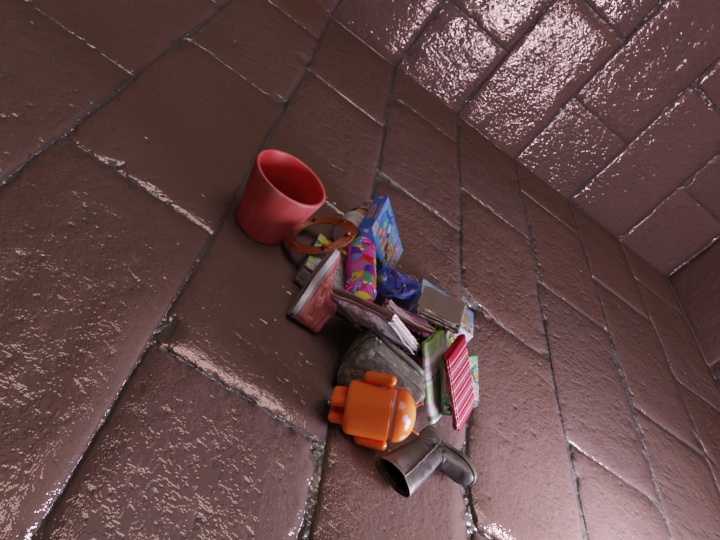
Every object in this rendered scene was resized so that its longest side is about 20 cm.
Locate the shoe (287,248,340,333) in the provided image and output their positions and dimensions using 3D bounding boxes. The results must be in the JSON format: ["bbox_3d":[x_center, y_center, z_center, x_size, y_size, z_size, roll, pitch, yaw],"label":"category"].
[{"bbox_3d":[-0.087,0.050,1.525,0.091,0.071,0.201,38,71,-14],"label":"shoe"}]

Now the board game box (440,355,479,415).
[{"bbox_3d":[0.258,0.292,1.622,0.199,0.029,0.137,8,79,-59],"label":"board game box"}]

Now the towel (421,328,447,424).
[{"bbox_3d":[0.192,0.259,1.562,0.149,0.030,0.203,-22,109,-64],"label":"towel"}]

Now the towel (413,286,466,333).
[{"bbox_3d":[0.214,0.104,1.679,0.131,0.035,0.200,25,19,7],"label":"towel"}]

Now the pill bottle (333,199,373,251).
[{"bbox_3d":[0.004,-0.130,1.856,0.116,0.117,0.200,44,32,4],"label":"pill bottle"}]

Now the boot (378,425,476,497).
[{"bbox_3d":[0.152,0.442,1.392,0.181,0.073,0.199,38,23,19],"label":"boot"}]

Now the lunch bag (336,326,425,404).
[{"bbox_3d":[0.050,0.237,1.471,0.199,0.140,0.168,40,15,-6],"label":"lunch bag"}]

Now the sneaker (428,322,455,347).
[{"bbox_3d":[0.233,0.198,1.750,0.076,0.075,0.203,23,60,-44],"label":"sneaker"}]

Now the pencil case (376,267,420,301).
[{"bbox_3d":[0.106,0.041,1.744,0.086,0.079,0.200,13,-1,22],"label":"pencil case"}]

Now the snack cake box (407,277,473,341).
[{"bbox_3d":[0.238,0.126,1.858,0.199,0.067,0.116,34,32,-13],"label":"snack cake box"}]

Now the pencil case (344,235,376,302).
[{"bbox_3d":[0.000,0.000,1.608,0.088,0.089,0.201,28,34,-21],"label":"pencil case"}]

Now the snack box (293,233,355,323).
[{"bbox_3d":[-0.062,0.019,1.656,0.199,0.068,0.169,35,32,-10],"label":"snack box"}]

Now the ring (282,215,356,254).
[{"bbox_3d":[-0.109,-0.100,1.670,0.197,0.019,0.201,-4,32,3],"label":"ring"}]

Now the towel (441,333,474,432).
[{"bbox_3d":[0.244,0.273,1.552,0.144,0.022,0.203,-35,118,-58],"label":"towel"}]

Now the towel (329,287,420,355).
[{"bbox_3d":[0.036,0.120,1.491,0.190,0.032,0.200,24,-17,34],"label":"towel"}]

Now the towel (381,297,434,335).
[{"bbox_3d":[0.124,0.116,1.676,0.145,0.030,0.200,30,2,-2],"label":"towel"}]

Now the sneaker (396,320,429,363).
[{"bbox_3d":[0.107,0.188,1.649,0.198,0.079,0.096,22,49,-27],"label":"sneaker"}]

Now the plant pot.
[{"bbox_3d":[-0.217,-0.177,1.611,0.199,0.178,0.202,28,36,-22],"label":"plant pot"}]

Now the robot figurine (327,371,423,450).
[{"bbox_3d":[0.032,0.298,1.341,0.197,0.117,0.146,9,66,4],"label":"robot figurine"}]

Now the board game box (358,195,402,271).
[{"bbox_3d":[0.060,-0.088,1.794,0.153,0.044,0.202,-62,144,-43],"label":"board game box"}]
